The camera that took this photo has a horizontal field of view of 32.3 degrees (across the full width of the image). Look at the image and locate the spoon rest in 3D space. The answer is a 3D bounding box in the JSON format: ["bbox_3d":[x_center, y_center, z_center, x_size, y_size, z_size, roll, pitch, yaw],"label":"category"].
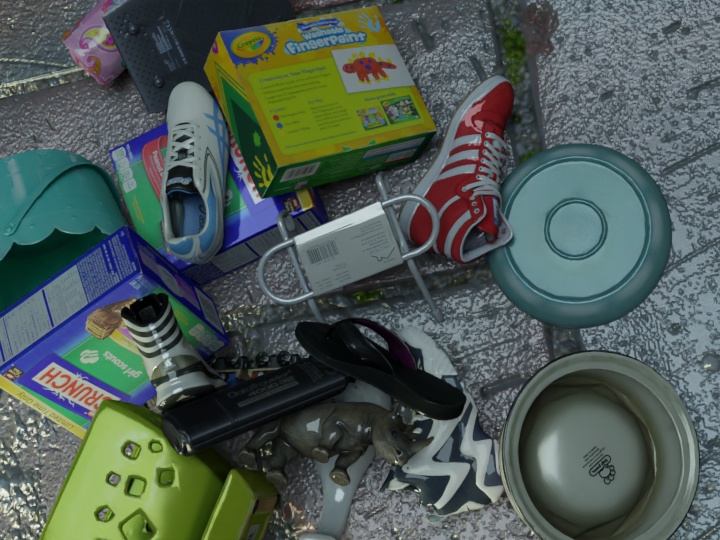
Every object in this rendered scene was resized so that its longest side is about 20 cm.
[{"bbox_3d":[-0.024,0.194,1.308,0.098,0.061,0.202,5,66,13],"label":"spoon rest"}]

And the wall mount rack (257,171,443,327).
[{"bbox_3d":[0.000,0.000,1.297,0.198,0.075,0.176,-21,97,9],"label":"wall mount rack"}]

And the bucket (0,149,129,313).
[{"bbox_3d":[-0.339,-0.022,1.344,0.206,0.207,0.136,-31,58,5],"label":"bucket"}]

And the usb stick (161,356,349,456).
[{"bbox_3d":[-0.101,0.129,1.216,0.198,0.033,0.055,-20,41,-33],"label":"usb stick"}]

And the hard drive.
[{"bbox_3d":[-0.177,-0.277,1.411,0.198,0.042,0.136,-26,111,-2],"label":"hard drive"}]

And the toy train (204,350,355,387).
[{"bbox_3d":[-0.092,0.111,1.329,0.198,0.034,0.046,-4,76,26],"label":"toy train"}]

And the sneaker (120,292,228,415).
[{"bbox_3d":[-0.187,0.080,1.257,0.075,0.201,0.117,-21,83,-7],"label":"sneaker"}]

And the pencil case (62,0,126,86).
[{"bbox_3d":[-0.258,-0.310,1.455,0.087,0.087,0.200,42,89,18],"label":"pencil case"}]

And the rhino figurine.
[{"bbox_3d":[-0.019,0.165,1.236,0.198,0.060,0.088,-4,37,26],"label":"rhino figurine"}]

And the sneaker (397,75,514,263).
[{"bbox_3d":[0.130,-0.101,1.306,0.112,0.071,0.202,32,94,41],"label":"sneaker"}]

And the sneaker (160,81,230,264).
[{"bbox_3d":[-0.179,-0.109,1.316,0.071,0.072,0.203,-7,75,12],"label":"sneaker"}]

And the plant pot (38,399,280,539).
[{"bbox_3d":[-0.197,0.260,1.259,0.180,0.199,0.202,21,82,10],"label":"plant pot"}]

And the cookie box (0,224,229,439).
[{"bbox_3d":[-0.269,0.072,1.315,0.199,0.171,0.076,-34,50,9],"label":"cookie box"}]

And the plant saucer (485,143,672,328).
[{"bbox_3d":[0.227,-0.041,1.310,0.197,0.027,0.203,-3,77,13],"label":"plant saucer"}]

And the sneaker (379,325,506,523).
[{"bbox_3d":[0.059,0.167,1.274,0.129,0.080,0.201,-31,83,-4],"label":"sneaker"}]

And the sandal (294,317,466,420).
[{"bbox_3d":[0.023,0.084,1.238,0.199,0.075,0.049,25,112,28],"label":"sandal"}]

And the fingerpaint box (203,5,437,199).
[{"bbox_3d":[-0.044,-0.183,1.331,0.198,0.073,0.168,-16,72,-29],"label":"fingerpaint box"}]

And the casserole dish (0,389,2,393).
[{"bbox_3d":[-0.506,0.131,1.436,0.198,0.039,0.122,-27,73,7],"label":"casserole dish"}]

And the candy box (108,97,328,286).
[{"bbox_3d":[-0.157,-0.093,1.384,0.198,0.077,0.171,-25,73,5],"label":"candy box"}]

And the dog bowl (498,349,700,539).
[{"bbox_3d":[0.223,0.182,1.209,0.197,0.074,0.203,2,78,-10],"label":"dog bowl"}]
